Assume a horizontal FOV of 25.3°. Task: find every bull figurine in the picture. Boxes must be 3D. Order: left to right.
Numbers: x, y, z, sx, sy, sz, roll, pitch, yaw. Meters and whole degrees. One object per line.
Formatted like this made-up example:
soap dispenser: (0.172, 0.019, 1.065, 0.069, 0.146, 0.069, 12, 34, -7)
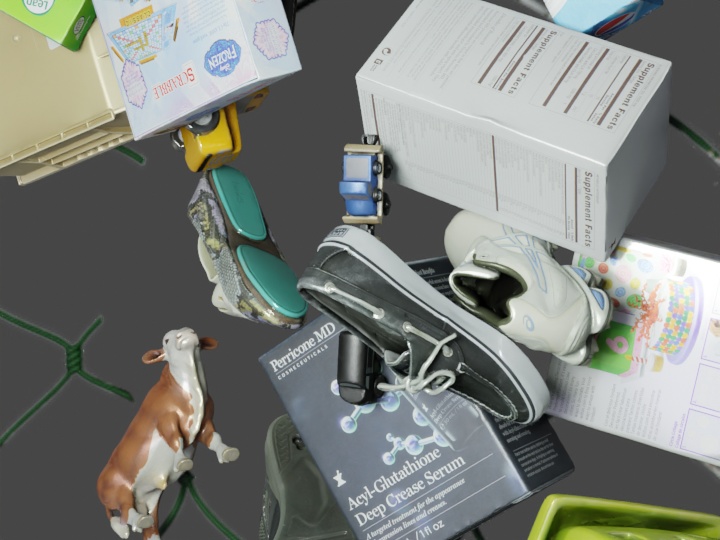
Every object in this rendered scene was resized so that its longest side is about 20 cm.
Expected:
bull figurine: (-0.164, 0.146, 1.369, 0.200, 0.065, 0.121, -61, 36, 25)

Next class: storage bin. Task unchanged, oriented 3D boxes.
storage bin: (-0.272, -0.199, 1.389, 0.198, 0.094, 0.200, -19, 85, 25)

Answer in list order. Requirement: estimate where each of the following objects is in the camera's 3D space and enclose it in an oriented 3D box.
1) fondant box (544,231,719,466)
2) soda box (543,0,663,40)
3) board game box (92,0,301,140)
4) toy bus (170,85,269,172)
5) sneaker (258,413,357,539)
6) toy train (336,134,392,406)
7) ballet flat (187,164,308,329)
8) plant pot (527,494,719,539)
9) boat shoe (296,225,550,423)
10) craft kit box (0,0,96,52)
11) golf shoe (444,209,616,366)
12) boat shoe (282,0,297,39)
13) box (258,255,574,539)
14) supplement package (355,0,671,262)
fondant box: (0.245, 0.060, 1.175, 0.200, 0.058, 0.145, 15, 100, 24)
soda box: (0.144, -0.269, 1.196, 0.068, 0.064, 0.200, -30, 80, 25)
board game box: (-0.137, -0.214, 1.183, 0.200, 0.041, 0.200, -14, 93, 56)
toy bus: (-0.130, -0.187, 1.314, 0.065, 0.078, 0.200, 144, 111, -70)
sneaker: (-0.041, 0.223, 1.280, 0.076, 0.114, 0.200, -6, 48, -5)
toy train: (0.000, 0.000, 1.179, 0.034, 0.046, 0.200, 3, 93, 27)
ballet flat: (-0.095, -0.003, 1.301, 0.072, 0.072, 0.200, -49, 40, 21)
plant pot: (0.202, 0.268, 1.121, 0.181, 0.199, 0.200, 38, 112, 56)
boat shoe: (0.043, 0.054, 1.123, 0.199, 0.068, 0.074, 41, 151, -13)
craft kit box: (-0.272, -0.311, 1.305, 0.200, 0.049, 0.198, 29, 94, 7)
golf shoe: (0.100, -0.003, 1.183, 0.200, 0.097, 0.078, 41, 116, 55)
boat shoe: (-0.057, -0.263, 1.292, 0.072, 0.066, 0.201, -139, 46, -60)
box: (0.044, 0.111, 1.250, 0.148, 0.107, 0.200, -35, 78, 24)
supplement package: (0.113, -0.109, 1.175, 0.200, 0.114, 0.110, 23, 59, 22)
